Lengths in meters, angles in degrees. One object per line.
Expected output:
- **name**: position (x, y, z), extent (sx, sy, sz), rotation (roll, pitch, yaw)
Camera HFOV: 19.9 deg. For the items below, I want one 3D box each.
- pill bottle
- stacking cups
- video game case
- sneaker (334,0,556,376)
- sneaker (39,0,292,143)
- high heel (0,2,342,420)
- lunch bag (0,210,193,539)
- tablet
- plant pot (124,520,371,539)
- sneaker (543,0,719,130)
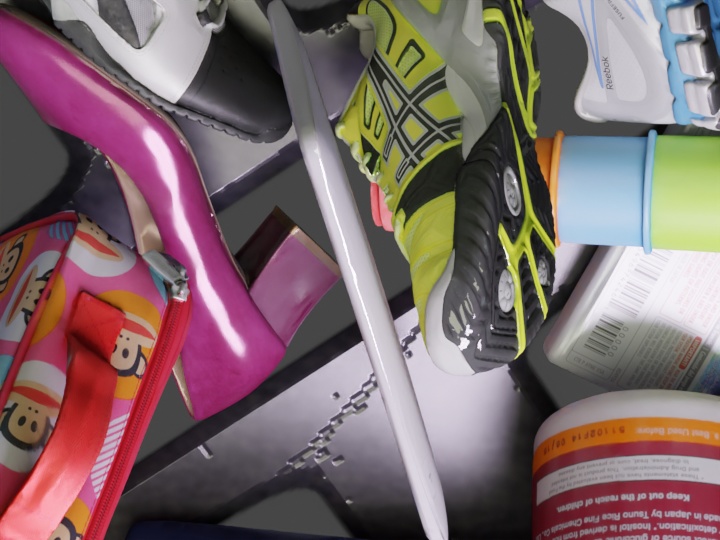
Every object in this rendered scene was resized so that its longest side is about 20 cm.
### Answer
- **pill bottle**: position (0.128, 0.161, 0.878), extent (0.112, 0.113, 0.201), rotation (6, 65, -6)
- **stacking cups**: position (0.106, -0.035, 0.878), extent (0.199, 0.061, 0.061), rotation (3, 110, 14)
- **video game case**: position (0.207, -0.008, 0.924), extent (0.182, 0.024, 0.201), rotation (26, 105, -12)
- **sneaker**: position (0.032, -0.040, 0.829), extent (0.076, 0.201, 0.075), rotation (-12, 139, 18)
- **sneaker**: position (-0.092, -0.134, 0.835), extent (0.200, 0.074, 0.089), rotation (38, 104, -15)
- **high heel**: position (-0.103, -0.022, 0.873), extent (0.200, 0.067, 0.096), rotation (41, 91, -19)
- **lunch bag**: position (-0.145, 0.075, 0.816), extent (0.082, 0.176, 0.201), rotation (32, 61, -24)
- **tablet**: position (0.000, 0.000, 0.836), extent (0.014, 0.130, 0.201), rotation (-17, 122, 1)
- **plant pot**: position (-0.031, 0.242, 0.899), extent (0.199, 0.180, 0.201), rotation (7, 110, 4)
- **sneaker**: position (0.100, -0.152, 0.847), extent (0.086, 0.075, 0.201), rotation (-5, 99, 30)
